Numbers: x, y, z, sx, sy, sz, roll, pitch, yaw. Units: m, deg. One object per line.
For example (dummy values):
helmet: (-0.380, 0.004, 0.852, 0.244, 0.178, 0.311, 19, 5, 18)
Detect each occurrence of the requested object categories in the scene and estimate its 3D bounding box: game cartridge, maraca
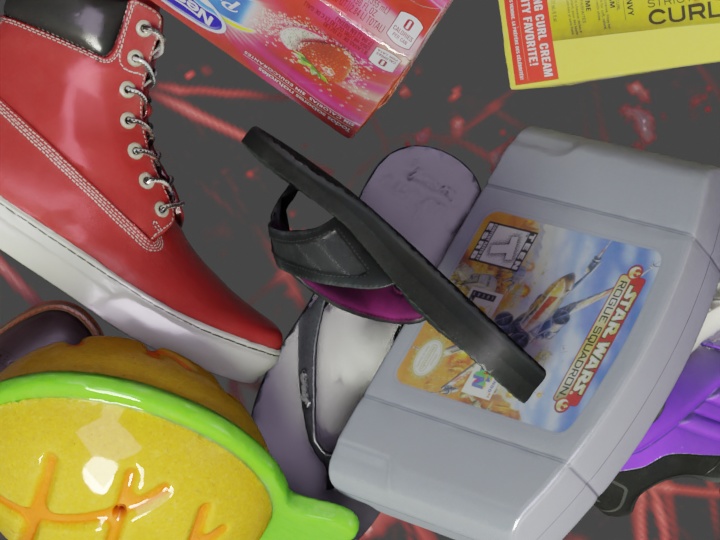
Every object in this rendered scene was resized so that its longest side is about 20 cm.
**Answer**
game cartridge: (0.083, 0.030, 1.191, 0.042, 0.133, 0.201, 44, 69, -40)
maraca: (-0.091, 0.098, 1.192, 0.200, 0.137, 0.107, 34, 53, -33)

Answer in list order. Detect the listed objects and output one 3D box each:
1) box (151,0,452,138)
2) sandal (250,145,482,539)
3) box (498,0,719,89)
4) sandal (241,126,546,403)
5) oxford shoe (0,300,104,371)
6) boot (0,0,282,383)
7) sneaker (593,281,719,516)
box: (-0.048, -0.166, 1.194, 0.200, 0.095, 0.100, 34, 65, -4)
sandal: (-0.002, 0.036, 1.246, 0.076, 0.043, 0.201, 17, 92, -3)
box: (0.153, -0.128, 1.181, 0.199, 0.050, 0.076, -4, 94, 42)
sandal: (0.000, 0.000, 1.180, 0.048, 0.075, 0.200, -48, 53, 1)
oxford shoe: (-0.190, 0.099, 1.226, 0.071, 0.073, 0.200, 39, 90, -3)
boot: (-0.097, -0.050, 1.227, 0.200, 0.072, 0.145, 34, 89, 0)
sneaker: (0.177, 0.050, 1.247, 0.199, 0.070, 0.100, -27, 113, -10)
